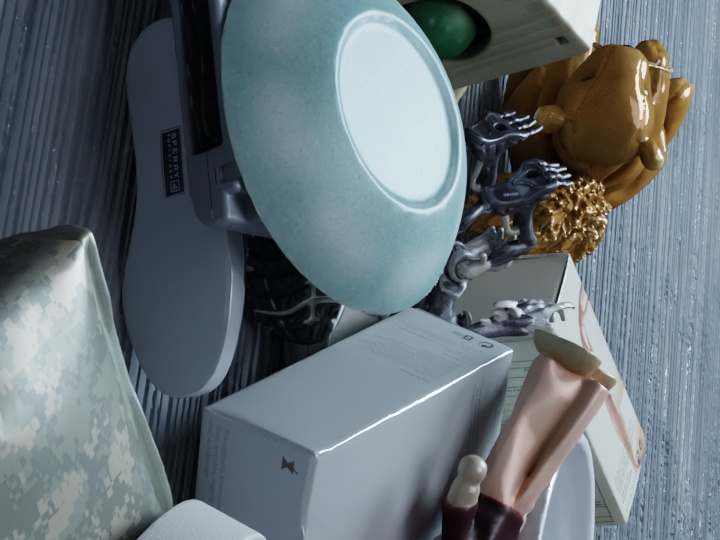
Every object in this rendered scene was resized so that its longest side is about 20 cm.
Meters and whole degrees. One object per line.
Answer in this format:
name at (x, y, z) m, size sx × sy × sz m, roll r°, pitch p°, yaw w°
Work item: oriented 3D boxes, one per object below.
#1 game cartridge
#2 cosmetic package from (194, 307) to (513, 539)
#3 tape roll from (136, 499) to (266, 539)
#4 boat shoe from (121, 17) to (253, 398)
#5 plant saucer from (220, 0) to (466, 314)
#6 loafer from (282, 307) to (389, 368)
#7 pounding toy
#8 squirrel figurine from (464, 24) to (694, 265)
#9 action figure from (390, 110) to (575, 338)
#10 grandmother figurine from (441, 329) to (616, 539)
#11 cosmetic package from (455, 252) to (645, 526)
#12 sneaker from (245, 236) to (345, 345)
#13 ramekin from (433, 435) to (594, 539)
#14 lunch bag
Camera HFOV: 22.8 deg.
game cartridge at (-0.043, -0.112, 0.943) m, size 0.133 × 0.041 × 0.201 m, roll 14°, pitch 66°, yaw -56°
cosmetic package at (-0.003, 0.107, 1.011) m, size 0.200 × 0.081 × 0.113 m, roll -20°, pitch 125°, yaw -50°
tape roll at (-0.103, 0.196, 0.775) m, size 0.203 × 0.037 × 0.203 m, roll -59°, pitch 167°, yaw -23°
boat shoe at (-0.084, -0.032, 0.952) m, size 0.068 × 0.071 × 0.201 m, roll 12°, pitch 70°, yaw -59°
plant saucer at (0.007, -0.079, 0.936) m, size 0.201 × 0.039 × 0.202 m, roll 26°, pitch 56°, yaw -47°
loafer at (0.000, 0.000, 1.088) m, size 0.070 × 0.069 × 0.201 m, roll 31°, pitch 64°, yaw -60°
pounding toy at (0.065, -0.180, 1.142) m, size 0.142 × 0.184 × 0.201 m, roll 40°, pitch 53°, yaw -38°
squirrel figurine at (0.162, -0.081, 1.292) m, size 0.187 × 0.141 × 0.201 m, roll -112°, pitch -134°, yaw -85°
action figure at (0.077, 0.007, 1.131) m, size 0.102 × 0.119 × 0.201 m, roll -2°, pitch 128°, yaw -32°
grandmother figurine at (0.078, 0.135, 1.022) m, size 0.121 × 0.060 × 0.201 m, roll 38°, pitch 77°, yaw -52°
cosmetic package at (0.127, 0.090, 1.285) m, size 0.200 × 0.103 × 0.087 m, roll 64°, pitch 34°, yaw -38°
sneaker at (-0.029, -0.058, 1.042) m, size 0.086 × 0.077 × 0.201 m, roll -16°, pitch 102°, yaw -64°
ramekin at (0.087, 0.200, 1.170) m, size 0.200 × 0.097 × 0.202 m, roll 5°, pitch 90°, yaw -72°
lunch bag at (-0.164, 0.104, 0.732) m, size 0.164 × 0.117 × 0.201 m, roll -50°, pitch 133°, yaw -52°
